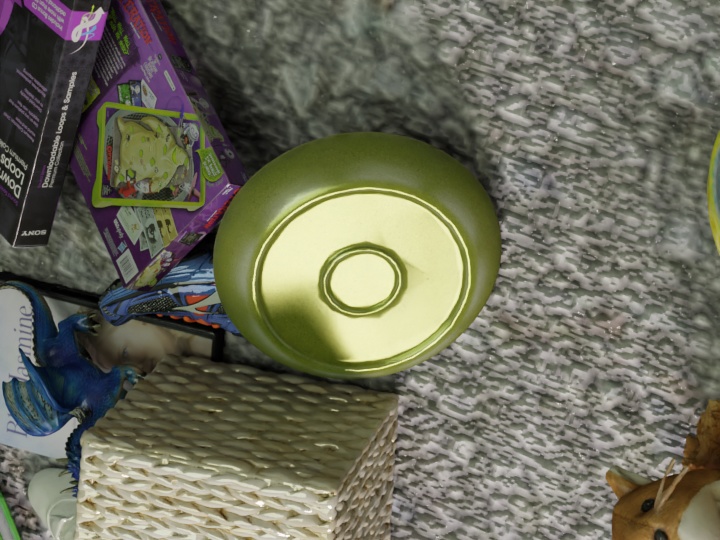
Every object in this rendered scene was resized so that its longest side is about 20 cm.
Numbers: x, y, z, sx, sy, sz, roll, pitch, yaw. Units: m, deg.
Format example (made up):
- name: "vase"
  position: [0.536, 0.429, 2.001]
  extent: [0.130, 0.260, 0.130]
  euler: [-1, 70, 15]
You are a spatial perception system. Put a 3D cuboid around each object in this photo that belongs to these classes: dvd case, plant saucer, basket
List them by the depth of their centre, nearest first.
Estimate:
- name: "plant saucer"
  position: [0.000, 0.000, 1.316]
  extent: [0.199, 0.031, 0.201]
  euler: [-3, 123, -5]
- name: "basket"
  position: [-0.083, 0.174, 1.365]
  extent: [0.199, 0.198, 0.161]
  euler: [11, 109, 12]
- name: "dvd case"
  position: [-0.201, 0.089, 1.497]
  extent: [0.199, 0.018, 0.143]
  euler: [13, 112, 20]

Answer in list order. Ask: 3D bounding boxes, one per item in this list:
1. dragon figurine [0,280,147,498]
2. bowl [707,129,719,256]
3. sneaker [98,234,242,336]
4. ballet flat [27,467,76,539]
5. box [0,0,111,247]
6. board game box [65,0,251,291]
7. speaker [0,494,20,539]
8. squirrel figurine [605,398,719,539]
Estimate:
- name: "dragon figurine"
  position: [-0.226, 0.083, 1.429]
  extent: [0.200, 0.099, 0.059]
  euler: [48, 139, 12]
- name: "bowl"
  position: [0.302, -0.025, 1.176]
  extent: [0.200, 0.200, 0.108]
  euler: [32, 160, 11]
- name: "sneaker"
  position: [-0.101, 0.016, 1.391]
  extent: [0.199, 0.075, 0.079]
  euler: [-12, 105, 28]
- name: "ballet flat"
  position: [-0.186, 0.218, 1.507]
  extent: [0.200, 0.069, 0.070]
  euler: [29, 116, 13]
- name: "box"
  position: [-0.252, -0.137, 1.400]
  extent: [0.143, 0.036, 0.200]
  euler: [40, 124, 39]
- name: "board game box"
  position: [-0.158, -0.100, 1.359]
  extent: [0.120, 0.032, 0.200]
  euler: [-45, 58, 31]
- name: "speaker"
  position: [-0.315, 0.237, 1.550]
  extent: [0.088, 0.088, 0.201]
  euler: [-16, 100, 27]
- name: "squirrel figurine"
  position: [0.251, 0.148, 1.216]
  extent: [0.186, 0.200, 0.142]
  euler: [-20, 89, 9]
